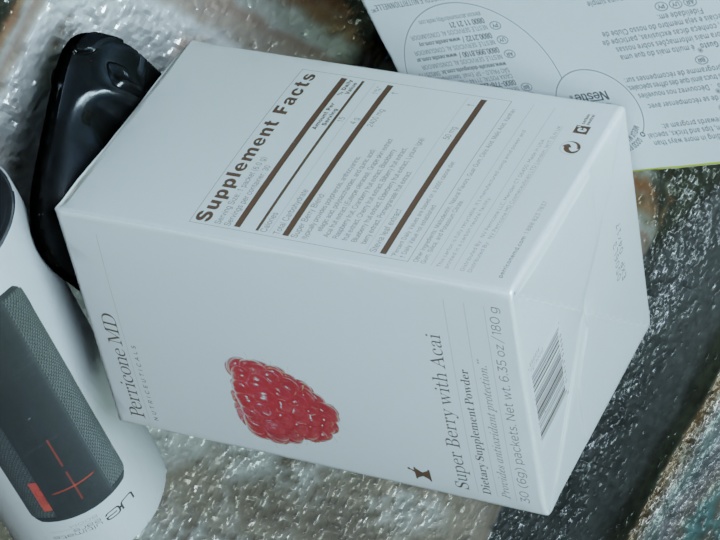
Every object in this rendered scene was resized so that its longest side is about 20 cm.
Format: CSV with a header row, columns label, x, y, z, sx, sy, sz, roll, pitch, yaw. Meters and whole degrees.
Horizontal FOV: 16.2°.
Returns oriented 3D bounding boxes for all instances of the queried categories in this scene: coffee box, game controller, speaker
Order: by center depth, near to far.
label,x,y,z,sx,sy,sz,roll,pitch,yaw
coffee box,0.121,-0.171,1.024,0.200,0.200,0.198,-49,120,-38
speaker,-0.151,0.043,1.093,0.081,0.081,0.200,-42,141,-18
game controller,-0.088,-0.023,1.111,0.200,0.042,0.105,44,60,-59

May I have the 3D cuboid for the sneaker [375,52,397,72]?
label,x,y,z,sx,sy,sz,roll,pitch,yaw
sneaker,0.079,-0.068,1.269,0.082,0.073,0.200,-56,143,-1

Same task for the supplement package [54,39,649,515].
label,x,y,z,sx,sy,sz,roll,pitch,yaw
supplement package,0.000,0.000,1.020,0.120,0.199,0.122,-56,146,-40
